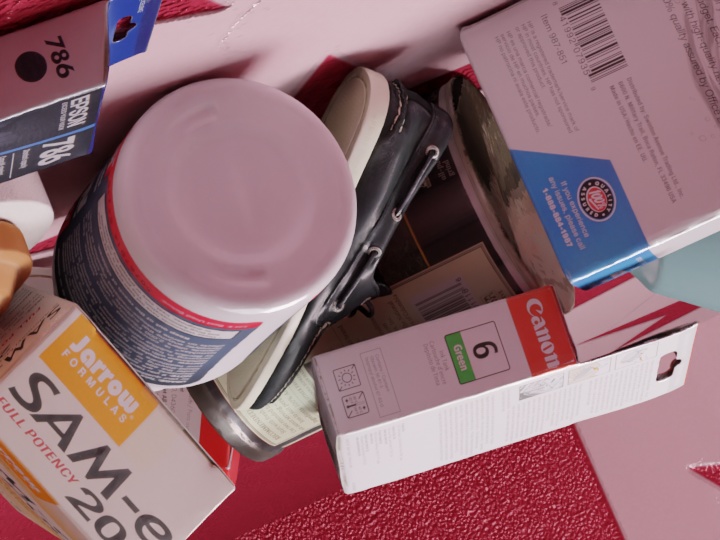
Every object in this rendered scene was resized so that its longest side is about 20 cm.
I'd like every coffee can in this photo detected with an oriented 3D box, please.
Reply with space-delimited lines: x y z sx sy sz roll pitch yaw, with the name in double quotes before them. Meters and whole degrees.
"coffee can" 0.000 0.000 1.559 0.199 0.147 0.146 -26 171 15

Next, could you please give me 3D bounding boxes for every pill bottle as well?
"pill bottle" -0.088 -0.007 1.383 0.119 0.120 0.200 -19 170 -25

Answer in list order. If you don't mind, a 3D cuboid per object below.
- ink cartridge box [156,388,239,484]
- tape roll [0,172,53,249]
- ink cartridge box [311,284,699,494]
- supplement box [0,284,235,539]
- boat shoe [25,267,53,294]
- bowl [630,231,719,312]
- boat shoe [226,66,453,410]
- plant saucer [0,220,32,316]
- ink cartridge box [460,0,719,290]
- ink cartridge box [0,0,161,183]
"ink cartridge box" -0.137 0.096 1.767 0.199 0.068 0.116 5 170 0
"tape roll" -0.239 -0.004 1.280 0.202 0.037 0.203 -23 172 -4
"ink cartridge box" 0.076 0.055 1.485 0.199 0.051 0.109 -18 160 -5
"supplement box" -0.158 0.072 1.384 0.074 0.126 0.200 -45 -159 -13
"boat shoe" -0.215 0.048 1.527 0.200 0.075 0.062 -14 165 -42
"bowl" 0.210 -0.060 1.697 0.105 0.202 0.201 -3 169 -4
"boat shoe" -0.009 -0.008 1.451 0.066 0.200 0.075 15 -162 -24
"plant saucer" -0.242 0.033 1.270 0.200 0.032 0.200 -24 172 -4
"ink cartridge box" 0.173 -0.096 1.443 0.199 0.146 0.084 -25 171 8
"ink cartridge box" -0.168 -0.058 1.143 0.199 0.039 0.099 -22 170 -13
